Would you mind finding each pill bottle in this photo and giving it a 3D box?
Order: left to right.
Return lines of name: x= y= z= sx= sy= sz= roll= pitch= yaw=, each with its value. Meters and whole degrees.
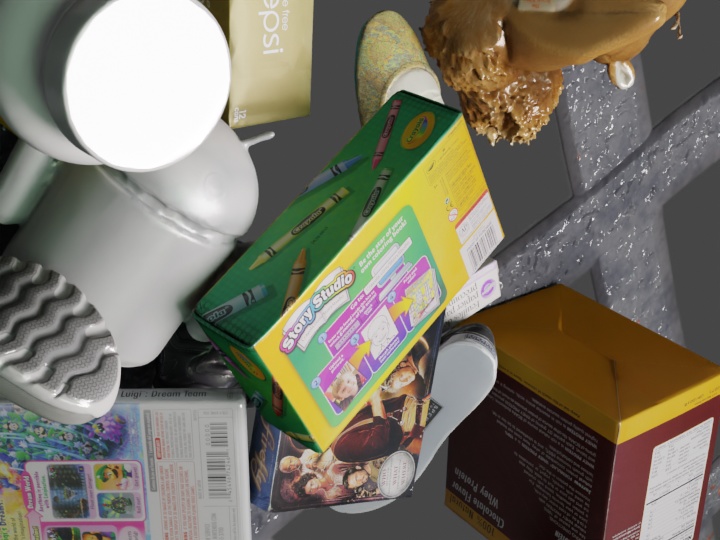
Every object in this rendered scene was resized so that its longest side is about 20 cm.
pill bottle: x=-0.151 y=-0.120 z=0.579 sx=0.112 sy=0.200 sz=0.113 roll=-18 pitch=122 yaw=-31

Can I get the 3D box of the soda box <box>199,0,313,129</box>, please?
soda box: x=-0.071 y=-0.194 z=0.700 sx=0.064 sy=0.068 sz=0.201 roll=-16 pitch=121 yaw=-34

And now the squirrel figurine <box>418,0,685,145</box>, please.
squirrel figurine: x=0.148 y=-0.188 z=0.854 sx=0.199 sy=0.142 sz=0.186 roll=-33 pitch=167 yaw=23

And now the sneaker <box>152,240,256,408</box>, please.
sneaker: x=-0.061 y=0.027 z=0.814 sx=0.199 sy=0.075 sz=0.115 roll=-22 pitch=124 yaw=-30

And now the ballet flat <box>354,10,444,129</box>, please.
ballet flat: x=0.038 y=-0.090 z=0.844 sx=0.070 sy=0.071 sz=0.201 roll=-21 pitch=123 yaw=-30

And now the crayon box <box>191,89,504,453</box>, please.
crayon box: x=0.000 y=0.000 z=0.713 sx=0.200 sy=0.058 sz=0.119 roll=-48 pitch=140 yaw=-19

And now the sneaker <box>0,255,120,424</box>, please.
sneaker: x=-0.216 y=0.035 z=0.630 sx=0.075 sy=0.199 sz=0.082 roll=-40 pitch=151 yaw=-50

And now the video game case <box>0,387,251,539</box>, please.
video game case: x=-0.165 y=0.170 z=0.771 sx=0.180 sy=0.024 sz=0.201 roll=0 pitch=115 yaw=-2

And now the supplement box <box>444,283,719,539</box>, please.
supplement box: x=0.188 y=0.152 z=0.998 sx=0.132 sy=0.197 sz=0.201 roll=-17 pitch=121 yaw=-32

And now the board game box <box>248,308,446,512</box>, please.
board game box: x=-0.005 y=0.066 z=0.804 sx=0.135 sy=0.035 sz=0.202 roll=2 pitch=101 yaw=-39

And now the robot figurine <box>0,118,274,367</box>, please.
robot figurine: x=-0.138 y=-0.024 z=0.685 sx=0.169 sy=0.113 sz=0.200 roll=32 pitch=103 yaw=-25

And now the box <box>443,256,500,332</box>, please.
box: x=0.028 y=0.046 z=0.922 sx=0.199 sy=0.041 sz=0.039 roll=-30 pitch=128 yaw=-24

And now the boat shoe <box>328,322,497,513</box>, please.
boat shoe: x=0.038 y=0.119 z=0.945 sx=0.073 sy=0.068 sz=0.200 roll=36 pitch=109 yaw=-4
